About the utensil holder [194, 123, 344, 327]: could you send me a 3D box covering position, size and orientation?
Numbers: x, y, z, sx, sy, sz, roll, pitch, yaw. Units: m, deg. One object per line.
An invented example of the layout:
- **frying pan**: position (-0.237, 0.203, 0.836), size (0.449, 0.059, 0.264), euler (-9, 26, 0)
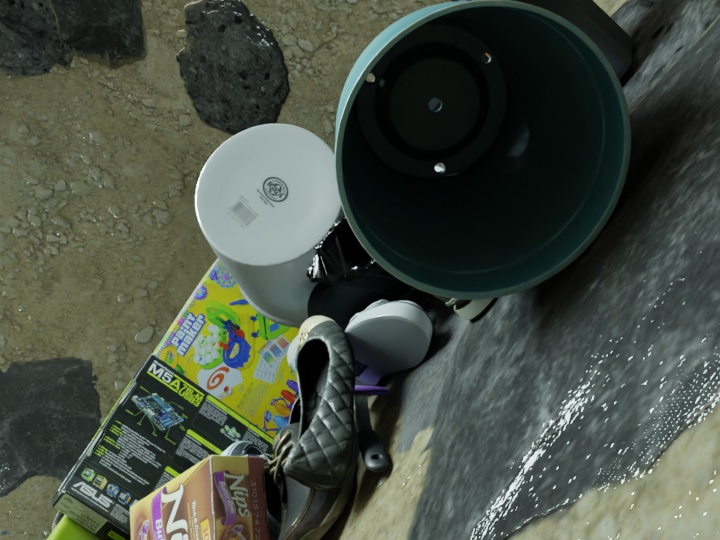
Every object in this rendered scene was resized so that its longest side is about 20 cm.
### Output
- **utensil holder**: position (-0.077, -0.047, 1.148), size (0.170, 0.169, 0.200), euler (-57, -17, -13)

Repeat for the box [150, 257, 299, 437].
- **box**: position (-0.165, 0.125, 1.358), size (0.122, 0.192, 0.200), euler (-45, 12, 52)

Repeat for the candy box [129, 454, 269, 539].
- **candy box**: position (-0.148, 0.247, 0.945), size (0.200, 0.056, 0.117), euler (-37, 53, 48)

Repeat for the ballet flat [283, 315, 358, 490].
- **ballet flat**: position (-0.038, 0.102, 0.897), size (0.067, 0.057, 0.200), euler (-60, 22, 29)

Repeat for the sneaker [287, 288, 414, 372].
- **sneaker**: position (0.010, 0.056, 1.128), size (0.200, 0.074, 0.082), euler (-49, 39, 9)

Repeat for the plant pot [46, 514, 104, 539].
- **plant pot**: position (-0.280, 0.385, 1.033), size (0.199, 0.181, 0.200), euler (-53, 9, 16)

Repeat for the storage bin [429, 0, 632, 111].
- **storage bin**: position (0.144, -0.175, 0.945), size (0.200, 0.134, 0.146), euler (-52, 5, 29)

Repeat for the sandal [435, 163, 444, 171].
- **sandal**: position (0.079, -0.101, 1.023), size (0.048, 0.075, 0.201), euler (-46, 37, 18)

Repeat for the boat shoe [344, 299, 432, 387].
- **boat shoe**: position (0.016, 0.059, 0.988), size (0.200, 0.073, 0.066), euler (-40, 22, 60)

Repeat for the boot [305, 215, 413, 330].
- **boot**: position (0.000, 0.001, 1.004), size (0.198, 0.074, 0.162), euler (-32, -15, 20)

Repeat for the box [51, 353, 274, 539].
- **box**: position (-0.190, 0.217, 1.110), size (0.048, 0.200, 0.194), euler (-45, 13, 42)

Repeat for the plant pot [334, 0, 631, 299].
- **plant pot**: position (0.069, -0.105, 0.778), size (0.200, 0.200, 0.188), euler (-54, 18, 11)

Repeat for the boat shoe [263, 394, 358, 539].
- **boat shoe**: position (-0.051, 0.173, 0.919), size (0.075, 0.073, 0.200), euler (-53, 8, 20)

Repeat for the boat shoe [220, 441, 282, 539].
- **boat shoe**: position (-0.098, 0.215, 1.039), size (0.068, 0.072, 0.200), euler (-48, 15, 10)

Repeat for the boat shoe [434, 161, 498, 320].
- **boat shoe**: position (0.121, -0.058, 0.881), size (0.202, 0.060, 0.072), euler (-57, 8, -10)

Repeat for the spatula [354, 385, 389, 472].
- **spatula**: position (0.004, 0.130, 0.912), size (0.200, 0.056, 0.021), euler (-113, 24, -72)
